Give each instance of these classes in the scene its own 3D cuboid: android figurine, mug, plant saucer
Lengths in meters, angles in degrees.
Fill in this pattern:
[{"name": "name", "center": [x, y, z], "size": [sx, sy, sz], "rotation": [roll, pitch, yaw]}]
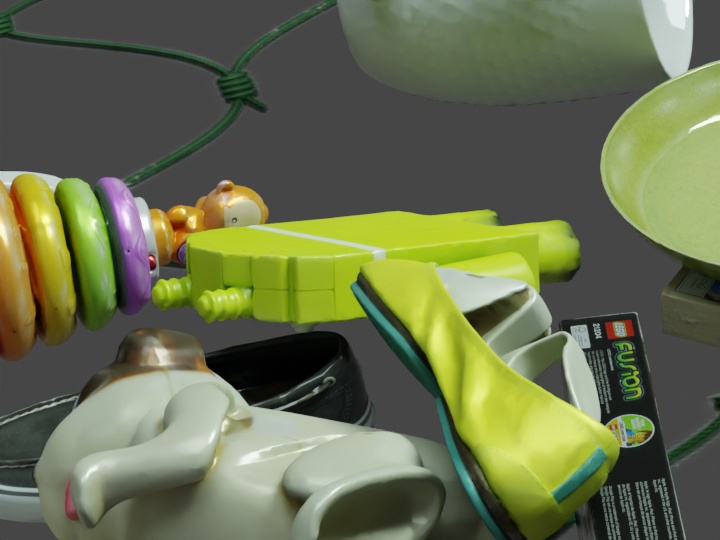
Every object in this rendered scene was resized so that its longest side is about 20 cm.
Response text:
[{"name": "android figurine", "center": [0.000, 0.000, 1.123], "size": [0.199, 0.041, 0.182], "rotation": [-9, 11, -33]}, {"name": "mug", "center": [0.073, -0.162, 1.277], "size": [0.175, 0.148, 0.200], "rotation": [-7, -1, 20]}, {"name": "plant saucer", "center": [0.219, -0.046, 1.163], "size": [0.199, 0.031, 0.200], "rotation": [-6, 36, 4]}]

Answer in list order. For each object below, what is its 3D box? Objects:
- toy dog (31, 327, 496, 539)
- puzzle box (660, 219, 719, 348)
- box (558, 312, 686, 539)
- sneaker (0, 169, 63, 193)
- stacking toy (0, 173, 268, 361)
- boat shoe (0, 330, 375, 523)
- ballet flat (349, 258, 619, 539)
[{"name": "toy dog", "center": [-0.047, 0.095, 0.981], "size": [0.200, 0.140, 0.194], "rotation": [20, 36, 35]}, {"name": "puzzle box", "center": [0.250, -0.018, 1.166], "size": [0.133, 0.025, 0.200], "rotation": [14, 41, 29]}, {"name": "box", "center": [0.108, 0.119, 0.932], "size": [0.035, 0.110, 0.200], "rotation": [-7, 36, 2]}, {"name": "sneaker", "center": [-0.250, -0.034, 1.259], "size": [0.199, 0.073, 0.112], "rotation": [-15, 37, -6]}, {"name": "stacking toy", "center": [-0.141, -0.008, 1.177], "size": [0.199, 0.116, 0.110], "rotation": [-11, 33, -14]}, {"name": "boat shoe", "center": [-0.094, 0.067, 1.097], "size": [0.199, 0.057, 0.069], "rotation": [-9, 35, -1]}, {"name": "ballet flat", "center": [0.053, 0.039, 0.949], "size": [0.067, 0.067, 0.200], "rotation": [-36, 29, 3]}]
